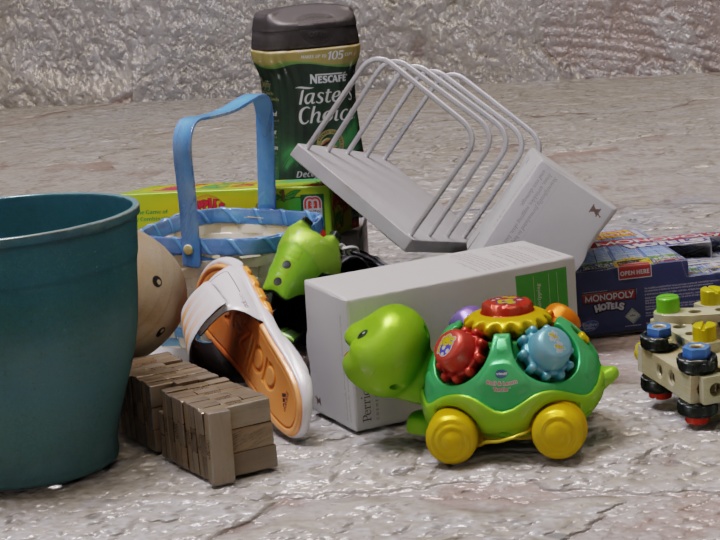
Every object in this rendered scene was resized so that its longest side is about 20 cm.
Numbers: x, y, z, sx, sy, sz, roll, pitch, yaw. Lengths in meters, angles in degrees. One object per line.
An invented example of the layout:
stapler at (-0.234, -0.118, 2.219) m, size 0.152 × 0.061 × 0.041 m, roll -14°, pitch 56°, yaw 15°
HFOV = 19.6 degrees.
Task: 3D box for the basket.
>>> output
basket at (-0.108, -0.040, 1.748) m, size 0.138 × 0.202 × 0.176 m, roll -2°, pitch 13°, yaw 23°

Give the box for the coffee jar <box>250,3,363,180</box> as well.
coffee jar at (-0.048, -0.152, 1.980) m, size 0.104 × 0.202 × 0.085 m, roll -8°, pitch 12°, yaw -19°

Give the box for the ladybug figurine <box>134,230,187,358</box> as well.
ladybug figurine at (-0.237, 0.027, 1.640) m, size 0.198 × 0.137 × 0.072 m, roll -5°, pitch 21°, yaw 5°

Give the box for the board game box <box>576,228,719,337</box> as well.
board game box at (0.264, 0.001, 1.869) m, size 0.198 × 0.062 × 0.200 m, roll -6°, pitch 12°, yaw -7°

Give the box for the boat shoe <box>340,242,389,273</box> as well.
boat shoe at (0.000, 0.000, 1.801) m, size 0.072 × 0.063 × 0.200 m, roll -29°, pitch 35°, yaw -24°

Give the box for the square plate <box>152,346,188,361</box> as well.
square plate at (-0.245, 0.090, 1.731) m, size 0.199 × 0.029 × 0.198 m, roll -12°, pitch 14°, yaw -32°

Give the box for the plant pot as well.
plant pot at (-0.250, 0.053, 1.507) m, size 0.198 × 0.189 × 0.200 m, roll -5°, pitch 10°, yaw 1°

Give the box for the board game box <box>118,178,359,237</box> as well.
board game box at (-0.110, -0.054, 1.889) m, size 0.198 × 0.048 × 0.102 m, roll -2°, pitch 7°, yaw 14°

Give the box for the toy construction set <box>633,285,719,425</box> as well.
toy construction set at (0.276, 0.059, 1.528) m, size 0.130 × 0.093 × 0.200 m, roll -8°, pitch 1°, yaw -16°

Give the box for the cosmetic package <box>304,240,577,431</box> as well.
cosmetic package at (0.063, 0.048, 1.606) m, size 0.199 × 0.108 × 0.085 m, roll -12°, pitch 15°, yaw -25°

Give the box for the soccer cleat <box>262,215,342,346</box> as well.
soccer cleat at (-0.037, 0.033, 1.687) m, size 0.067 × 0.081 × 0.200 m, roll 24°, pitch -20°, yaw 24°

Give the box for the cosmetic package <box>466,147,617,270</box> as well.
cosmetic package at (0.152, -0.036, 1.788) m, size 0.081 × 0.113 × 0.200 m, roll 34°, pitch 5°, yaw 0°

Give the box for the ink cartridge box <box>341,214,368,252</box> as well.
ink cartridge box at (-0.091, -0.003, 1.981) m, size 0.198 × 0.085 × 0.146 m, roll -3°, pitch 12°, yaw 3°

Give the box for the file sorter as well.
file sorter at (0.059, -0.106, 1.867) m, size 0.139 × 0.125 × 0.200 m, roll 39°, pitch 15°, yaw 18°

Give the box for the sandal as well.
sandal at (-0.098, 0.056, 1.587) m, size 0.059 × 0.080 × 0.207 m, roll -2°, pitch 29°, yaw -28°

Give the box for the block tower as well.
block tower at (-0.125, 0.106, 1.531) m, size 0.057 × 0.054 × 0.200 m, roll -11°, pitch 13°, yaw -25°

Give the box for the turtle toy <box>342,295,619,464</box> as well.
turtle toy at (0.085, 0.071, 1.490) m, size 0.198 × 0.102 × 0.146 m, roll -3°, pitch 11°, yaw 10°
